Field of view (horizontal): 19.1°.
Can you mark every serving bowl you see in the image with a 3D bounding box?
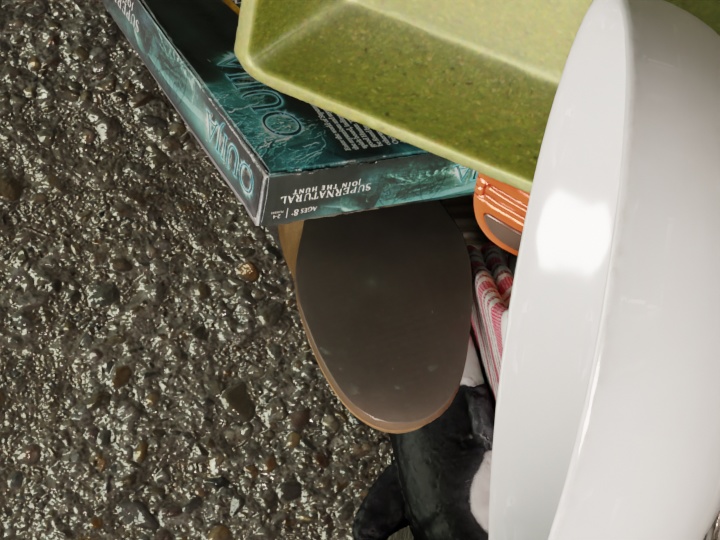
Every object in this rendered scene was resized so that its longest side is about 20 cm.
[{"bbox_3d":[0.090,0.014,0.669,0.200,0.066,0.201,-171,90,-87],"label":"serving bowl"}]

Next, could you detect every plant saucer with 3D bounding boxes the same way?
[{"bbox_3d":[0.065,-0.127,0.738,0.048,0.200,0.200,-49,-23,-50],"label":"plant saucer"}]

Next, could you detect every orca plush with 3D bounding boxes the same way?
[{"bbox_3d":[0.034,0.118,0.933,0.105,0.071,0.200,77,180,-77],"label":"orca plush"}]

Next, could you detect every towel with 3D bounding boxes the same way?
[{"bbox_3d":[0.074,0.069,0.877,0.200,0.030,0.147,-102,-1,-82],"label":"towel"}]

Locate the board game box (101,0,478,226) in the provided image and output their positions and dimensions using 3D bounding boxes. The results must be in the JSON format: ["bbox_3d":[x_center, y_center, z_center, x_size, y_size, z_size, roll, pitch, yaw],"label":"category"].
[{"bbox_3d":[-0.023,-0.095,0.916,0.200,0.135,0.028,54,144,43],"label":"board game box"}]

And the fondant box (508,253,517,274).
[{"bbox_3d":[0.109,-0.060,0.967,0.200,0.058,0.145,-70,-10,-86],"label":"fondant box"}]

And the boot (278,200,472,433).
[{"bbox_3d":[0.000,0.000,0.909,0.076,0.073,0.200,99,162,-46],"label":"boot"}]

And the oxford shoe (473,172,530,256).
[{"bbox_3d":[0.107,-0.087,0.823,0.200,0.071,0.073,-58,3,34],"label":"oxford shoe"}]

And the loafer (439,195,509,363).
[{"bbox_3d":[0.035,-0.017,1.018,0.068,0.075,0.200,-90,6,-47],"label":"loafer"}]
